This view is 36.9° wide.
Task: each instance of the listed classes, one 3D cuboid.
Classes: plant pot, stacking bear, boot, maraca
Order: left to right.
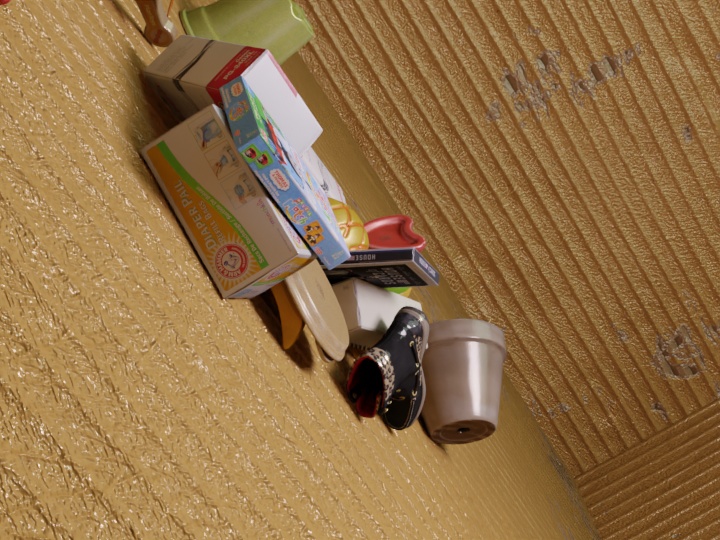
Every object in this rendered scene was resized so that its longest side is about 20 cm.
[{"bbox_3d":[-0.191,-0.429,1.939,0.200,0.184,0.200,57,8,-13],"label":"plant pot"},{"bbox_3d":[-0.033,-0.031,1.744,0.200,0.107,0.137,61,15,-18],"label":"maraca"},{"bbox_3d":[0.045,0.022,1.874,0.121,0.114,0.200,-117,-158,-56],"label":"stacking bear"},{"bbox_3d":[0.038,0.165,1.536,0.151,0.073,0.200,-39,143,-54],"label":"boot"},{"bbox_3d":[0.171,0.208,1.911,0.200,0.200,0.174,47,31,-55],"label":"plant pot"}]

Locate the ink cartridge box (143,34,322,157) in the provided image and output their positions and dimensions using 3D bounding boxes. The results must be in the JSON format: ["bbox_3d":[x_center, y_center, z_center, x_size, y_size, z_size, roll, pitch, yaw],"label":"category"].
[{"bbox_3d":[-0.167,-0.219,1.396,0.200,0.083,0.145,22,-23,46],"label":"ink cartridge box"}]

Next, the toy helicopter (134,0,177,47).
[{"bbox_3d":[-0.289,-0.387,1.491,0.200,0.132,0.079,76,21,-55],"label":"toy helicopter"}]

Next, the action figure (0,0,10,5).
[{"bbox_3d":[-0.380,-0.348,1.046,0.200,0.052,0.065,65,15,7],"label":"action figure"}]

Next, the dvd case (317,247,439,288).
[{"bbox_3d":[0.000,0.000,1.562,0.150,0.200,0.025,38,52,-67],"label":"dvd case"}]

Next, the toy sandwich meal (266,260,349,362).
[{"bbox_3d":[-0.085,0.033,1.382,0.205,0.070,0.205,61,9,-17],"label":"toy sandwich meal"}]

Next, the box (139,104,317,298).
[{"bbox_3d":[-0.148,-0.076,1.248,0.200,0.101,0.112,60,8,5],"label":"box"}]

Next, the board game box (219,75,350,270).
[{"bbox_3d":[-0.088,-0.114,1.259,0.200,0.037,0.151,55,8,-37],"label":"board game box"}]

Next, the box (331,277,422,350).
[{"bbox_3d":[0.022,0.075,1.627,0.200,0.068,0.082,24,53,-54],"label":"box"}]

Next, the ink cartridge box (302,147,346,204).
[{"bbox_3d":[-0.108,-0.160,1.827,0.200,0.084,0.145,53,10,-30],"label":"ink cartridge box"}]

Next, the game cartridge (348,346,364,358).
[{"bbox_3d":[0.015,0.122,1.763,0.176,0.032,0.200,56,7,-16],"label":"game cartridge"}]
